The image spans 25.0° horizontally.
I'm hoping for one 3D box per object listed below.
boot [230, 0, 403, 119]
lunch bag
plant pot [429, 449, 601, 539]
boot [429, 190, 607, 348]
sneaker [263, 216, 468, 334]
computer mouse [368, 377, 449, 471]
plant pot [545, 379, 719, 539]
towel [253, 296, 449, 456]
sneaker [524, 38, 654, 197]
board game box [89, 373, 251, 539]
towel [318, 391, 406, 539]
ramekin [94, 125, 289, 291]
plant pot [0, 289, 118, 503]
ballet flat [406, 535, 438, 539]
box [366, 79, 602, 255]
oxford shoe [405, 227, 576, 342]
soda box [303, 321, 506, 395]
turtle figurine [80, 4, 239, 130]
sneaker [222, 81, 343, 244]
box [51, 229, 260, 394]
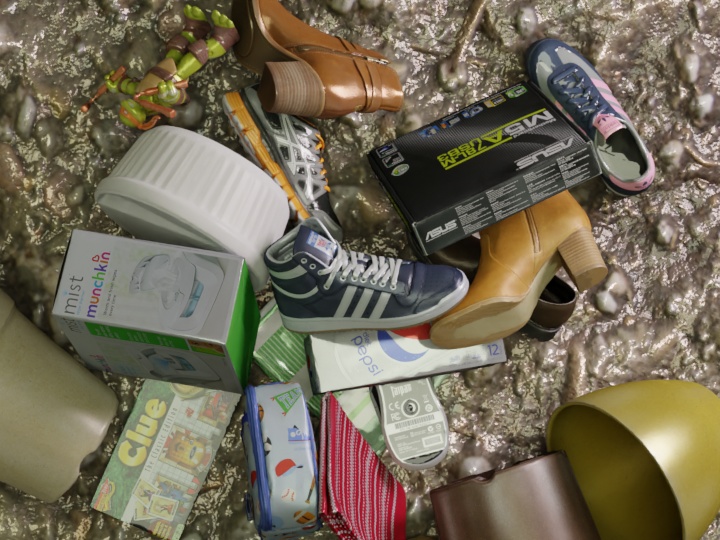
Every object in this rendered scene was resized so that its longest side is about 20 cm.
[{"bbox_3d":[-0.049,-0.236,1.726,0.154,0.074,0.200,-2,55,-27],"label":"boot"},{"bbox_3d":[-0.085,0.193,1.664,0.075,0.200,0.161,-9,77,-8],"label":"lunch bag"},{"bbox_3d":[0.170,0.301,1.689,0.200,0.200,0.199,-17,82,-3],"label":"plant pot"},{"bbox_3d":[0.139,-0.014,1.657,0.201,0.071,0.144,-24,55,-4],"label":"boot"},{"bbox_3d":[0.000,0.000,1.599,0.200,0.070,0.109,-8,126,18],"label":"sneaker"},{"bbox_3d":[0.039,0.115,1.729,0.109,0.044,0.200,-12,85,-10],"label":"computer mouse"},{"bbox_3d":[0.314,0.194,1.702,0.142,0.200,0.200,-28,91,-27],"label":"plant pot"},{"bbox_3d":[-0.016,0.090,1.754,0.200,0.023,0.153,42,87,-2],"label":"towel"},{"bbox_3d":[0.251,-0.169,1.736,0.070,0.082,0.200,-38,92,-2],"label":"sneaker"},{"bbox_3d":[-0.204,0.182,1.746,0.105,0.023,0.200,23,89,0],"label":"board game box"},{"bbox_3d":[0.005,0.233,1.655,0.022,0.200,0.145,-14,49,17],"label":"towel"},{"bbox_3d":[-0.165,-0.068,1.665,0.202,0.202,0.094,28,77,-2],"label":"ramekin"},{"bbox_3d":[-0.358,0.137,1.668,0.183,0.200,0.201,34,88,-14],"label":"plant pot"},{"bbox_3d":[0.000,0.335,1.734,0.200,0.063,0.069,-24,93,-2],"label":"ballet flat"},{"bbox_3d":[0.123,-0.111,1.678,0.200,0.193,0.048,-24,117,-1],"label":"box"},{"bbox_3d":[0.143,-0.009,1.723,0.200,0.084,0.073,29,48,-6],"label":"oxford shoe"},{"bbox_3d":[0.045,0.082,1.677,0.200,0.068,0.064,-9,84,-8],"label":"soda box"},{"bbox_3d":[-0.196,-0.200,1.687,0.161,0.200,0.064,-50,118,-16],"label":"turtle figurine"},{"bbox_3d":[-0.068,-0.116,1.727,0.077,0.078,0.200,-31,93,-11],"label":"sneaker"},{"bbox_3d":[-0.201,0.043,1.640,0.176,0.200,0.097,9,72,4],"label":"box"}]
